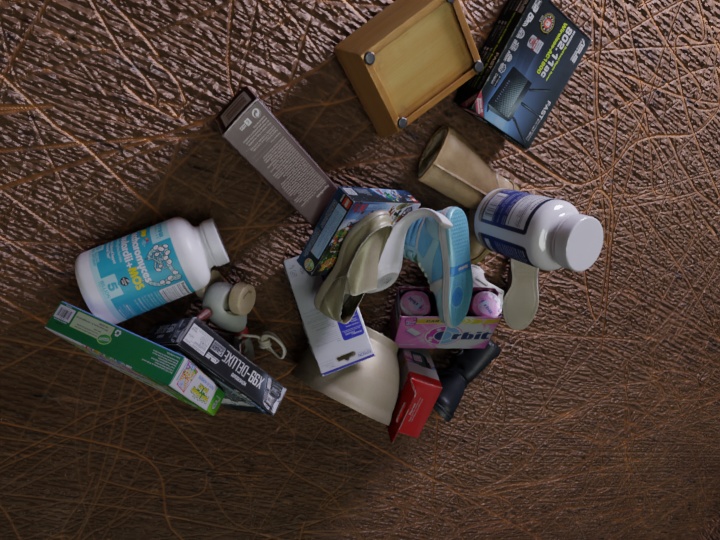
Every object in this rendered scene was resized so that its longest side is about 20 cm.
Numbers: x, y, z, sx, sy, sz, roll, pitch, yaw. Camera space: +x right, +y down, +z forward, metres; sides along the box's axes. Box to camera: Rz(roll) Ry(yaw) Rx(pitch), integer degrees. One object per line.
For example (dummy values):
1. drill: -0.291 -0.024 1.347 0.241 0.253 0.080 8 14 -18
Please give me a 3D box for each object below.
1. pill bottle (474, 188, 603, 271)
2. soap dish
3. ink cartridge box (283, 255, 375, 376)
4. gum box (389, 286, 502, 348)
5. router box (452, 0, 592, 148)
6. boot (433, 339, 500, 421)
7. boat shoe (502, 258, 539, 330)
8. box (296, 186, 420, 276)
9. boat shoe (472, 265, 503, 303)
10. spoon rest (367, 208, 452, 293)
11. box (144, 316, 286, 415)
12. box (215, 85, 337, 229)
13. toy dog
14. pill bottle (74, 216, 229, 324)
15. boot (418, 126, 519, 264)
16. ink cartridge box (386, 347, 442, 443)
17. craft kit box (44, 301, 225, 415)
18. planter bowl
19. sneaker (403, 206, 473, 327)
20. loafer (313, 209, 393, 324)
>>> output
1. pill bottle: 0.287 -0.065 0.874 0.109 0.199 0.114 -9 110 -26
2. soap dish: 0.080 -0.315 0.795 0.198 0.081 0.158 -37 124 -2
3. ink cartridge box: -0.054 0.066 0.891 0.097 0.204 0.039 -16 166 -13
4. gum box: 0.159 0.090 1.001 0.195 0.067 0.115 1 144 -6
5. router box: 0.265 -0.326 0.878 0.148 0.062 0.203 19 108 -31
6. boot: 0.207 0.201 1.077 0.076 0.200 0.169 42 99 7
7. boat shoe: 0.331 0.025 1.092 0.070 0.060 0.204 6 119 20
8. box: 0.003 -0.063 0.850 0.198 0.038 0.138 -10 138 -55
9. boat shoe: 0.213 0.023 1.050 0.198 0.070 0.071 28 77 -28
10. spoon rest: 0.060 -0.033 0.890 0.199 0.061 0.099 -42 152 22
11. box: -0.237 0.156 0.858 0.200 0.156 0.050 46 55 -28
12. box: -0.115 -0.162 0.783 0.075 0.100 0.200 -43 123 5
13. toy dog: -0.218 0.097 0.868 0.097 0.130 0.203 -51 128 -43
14. pill bottle: -0.296 -0.008 0.781 0.196 0.111 0.113 -23 124 -10
15. boot: 0.173 -0.127 0.949 0.198 0.066 0.178 25 93 -32
16. ink cartridge box: 0.092 0.226 1.012 0.066 0.201 0.118 18 110 -12
17. craft kit box: -0.310 0.132 0.766 0.198 0.196 0.049 82 32 -67
18. planter bowl: -0.009 0.170 0.966 0.199 0.199 0.137 34 77 -33
19. sneaker: 0.125 -0.006 0.938 0.079 0.129 0.205 -6 97 -47
20. loafer: 0.000 0.000 0.810 0.075 0.068 0.202 -14 142 -50
